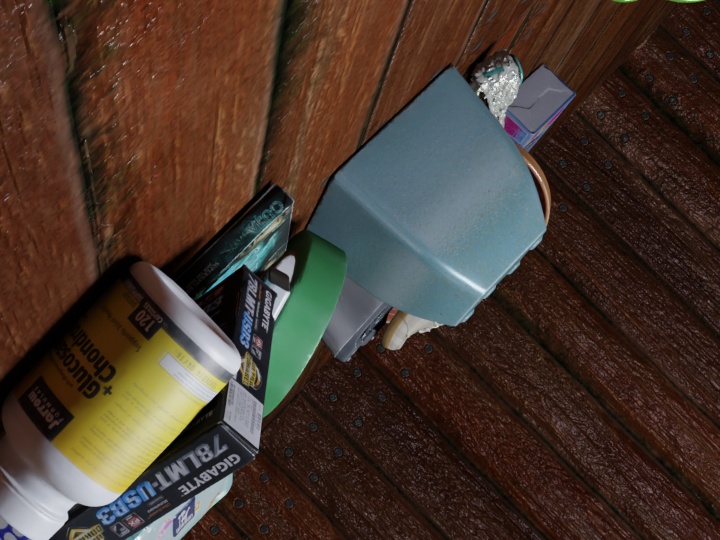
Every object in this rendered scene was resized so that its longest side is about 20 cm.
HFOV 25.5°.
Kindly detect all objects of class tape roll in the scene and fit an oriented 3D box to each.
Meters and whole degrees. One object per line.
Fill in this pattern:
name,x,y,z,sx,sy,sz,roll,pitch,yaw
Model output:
tape roll,-0.085,0.056,1.658,0.201,0.048,0.201,-56,-166,22

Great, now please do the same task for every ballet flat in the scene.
ballet flat,0.141,-0.200,1.901,0.072,0.072,0.200,-44,169,-20

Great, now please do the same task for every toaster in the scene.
toaster,0.000,0.000,1.885,0.200,0.129,0.114,-48,175,29

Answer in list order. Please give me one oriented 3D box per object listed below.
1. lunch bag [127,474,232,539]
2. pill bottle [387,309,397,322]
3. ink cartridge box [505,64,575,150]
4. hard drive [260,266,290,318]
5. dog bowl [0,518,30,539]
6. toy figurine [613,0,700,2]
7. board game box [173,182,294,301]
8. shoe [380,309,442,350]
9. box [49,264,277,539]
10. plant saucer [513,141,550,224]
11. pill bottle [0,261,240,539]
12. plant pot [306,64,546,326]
lunch bag,-0.230,0.238,1.679,0.170,0.122,0.199,-44,-165,-31
pill bottle,0.071,-0.005,2.556,0.112,0.112,0.200,-42,175,-33
ink cartridge box,0.234,-0.213,2.486,0.136,0.076,0.200,-42,175,-37
hard drive,-0.128,0.095,1.551,0.201,0.027,0.132,-60,-174,4
dog bowl,-0.334,0.267,1.503,0.200,0.079,0.200,-45,175,-5
toy figurine,0.372,-0.423,1.873,0.198,0.151,0.185,-20,156,-10
board game box,-0.118,-0.002,1.450,0.135,0.028,0.200,-45,175,-11
shoe,0.091,0.039,1.894,0.200,0.053,0.070,-50,174,37
box,-0.158,0.116,1.278,0.199,0.050,0.199,-35,-154,23
plant saucer,0.131,-0.092,1.908,0.201,0.199,0.032,-50,-166,41
pill bottle,-0.191,0.099,1.167,0.200,0.112,0.112,-46,175,-1
plant pot,0.085,-0.059,1.728,0.196,0.200,0.196,-44,174,-23
